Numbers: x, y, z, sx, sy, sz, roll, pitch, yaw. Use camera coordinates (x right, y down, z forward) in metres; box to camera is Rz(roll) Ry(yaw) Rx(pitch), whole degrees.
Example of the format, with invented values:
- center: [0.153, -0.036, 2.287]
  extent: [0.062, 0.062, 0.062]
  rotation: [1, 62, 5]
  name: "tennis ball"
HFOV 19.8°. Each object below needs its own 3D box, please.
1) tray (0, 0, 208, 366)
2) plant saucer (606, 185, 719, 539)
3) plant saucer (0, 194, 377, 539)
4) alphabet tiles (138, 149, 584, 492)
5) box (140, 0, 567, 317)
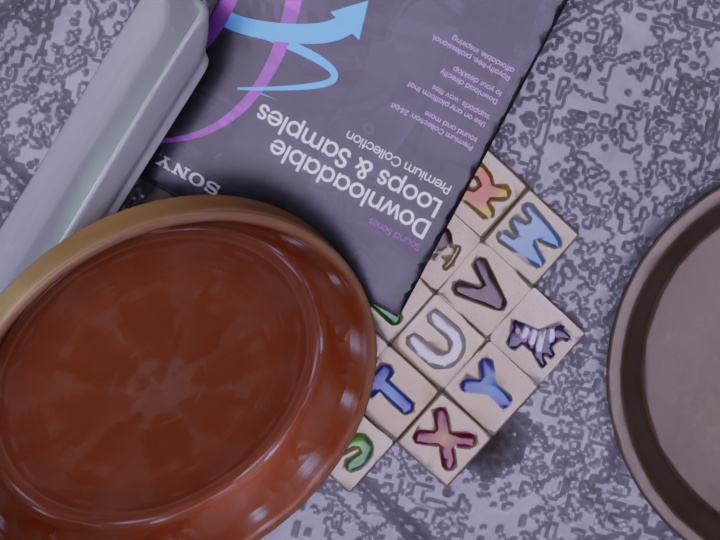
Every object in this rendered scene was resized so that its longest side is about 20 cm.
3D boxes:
- center: [-0.124, -0.039, 0.929]
  extent: [0.022, 0.107, 0.201]
  rotation: [30, 98, -21]
  name: "tray"
- center: [0.213, 0.047, 0.958]
  extent: [0.198, 0.029, 0.202]
  rotation: [0, 97, 2]
  name: "plant saucer"
- center: [-0.088, 0.054, 0.917]
  extent: [0.199, 0.032, 0.201]
  rotation: [-15, 128, -19]
  name: "plant saucer"
- center: [0.000, 0.000, 0.973]
  extent: [0.200, 0.006, 0.167]
  rotation: [42, 97, -2]
  name: "alphabet tiles"
- center: [0.002, -0.099, 0.940]
  extent: [0.142, 0.036, 0.201]
  rotation: [27, 98, -1]
  name: "box"
